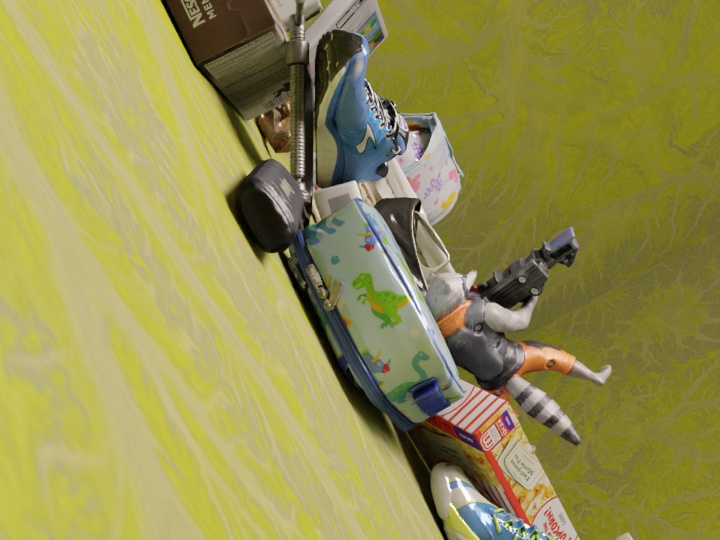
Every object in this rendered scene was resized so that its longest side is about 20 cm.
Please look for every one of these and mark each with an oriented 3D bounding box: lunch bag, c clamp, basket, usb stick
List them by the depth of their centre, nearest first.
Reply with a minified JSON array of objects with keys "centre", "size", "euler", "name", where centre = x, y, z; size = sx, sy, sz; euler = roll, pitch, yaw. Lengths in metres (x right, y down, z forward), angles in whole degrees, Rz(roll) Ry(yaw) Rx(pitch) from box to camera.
[{"centre":[-0.064,-0.051,0.820],"size":[0.056,0.032,0.200],"euler":[62,3,-9],"name":"usb stick"},{"centre":[0.018,0.042,0.903],"size":[0.162,0.082,0.200],"euler":[62,3,19],"name":"lunch bag"},{"centre":[-0.057,-0.129,1.006],"size":[0.171,0.027,0.202],"euler":[-94,-176,-88],"name":"c clamp"},{"centre":[0.034,-0.029,1.398],"size":[0.200,0.123,0.136],"euler":[57,6,-49],"name":"basket"},{"centre":[0.036,-0.123,1.541],"size":[0.128,0.199,0.170],"euler":[63,4,29],"name":"lunch bag"}]

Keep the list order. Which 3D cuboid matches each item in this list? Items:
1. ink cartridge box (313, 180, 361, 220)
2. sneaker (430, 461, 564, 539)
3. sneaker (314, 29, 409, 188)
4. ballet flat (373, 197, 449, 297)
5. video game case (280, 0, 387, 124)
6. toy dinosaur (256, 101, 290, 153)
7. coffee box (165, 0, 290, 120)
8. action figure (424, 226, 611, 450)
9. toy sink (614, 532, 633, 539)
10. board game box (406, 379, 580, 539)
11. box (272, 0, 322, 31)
[{"centre":[0.000,0.000,1.125],"size":[0.200,0.050,0.164],"euler":[116,-43,-87],"name":"ink cartridge box"},{"centre":[0.141,0.241,0.964],"size":[0.201,0.104,0.076],"euler":[62,5,0],"name":"sneaker"},{"centre":[0.001,-0.148,1.031],"size":[0.200,0.088,0.079],"euler":[91,-2,-63],"name":"sneaker"},{"centre":[0.065,0.012,1.150],"size":[0.068,0.068,0.202],"euler":[75,-2,-75],"name":"ballet flat"},{"centre":[-0.049,-0.261,1.409],"size":[0.022,0.200,0.182],"euler":[42,-1,12],"name":"video game case"},{"centre":[-0.101,-0.179,1.289],"size":[0.200,0.060,0.107],"euler":[-87,173,-74],"name":"toy dinosaur"},{"centre":[-0.117,-0.228,1.048],"size":[0.114,0.079,0.200],"euler":[65,3,9],"name":"coffee box"},{"centre":[0.142,0.061,1.018],"size":[0.193,0.200,0.105],"euler":[39,25,-12],"name":"action figure"},{"centre":[0.249,0.336,1.047],"size":[0.131,0.199,0.112],"euler":[65,4,38],"name":"toy sink"},{"centre":[0.114,0.183,1.049],"size":[0.151,0.046,0.201],"euler":[22,-33,55],"name":"board game box"},{"centre":[-0.145,-0.362,1.296],"size":[0.201,0.130,0.199],"euler":[61,3,-9],"name":"box"}]
